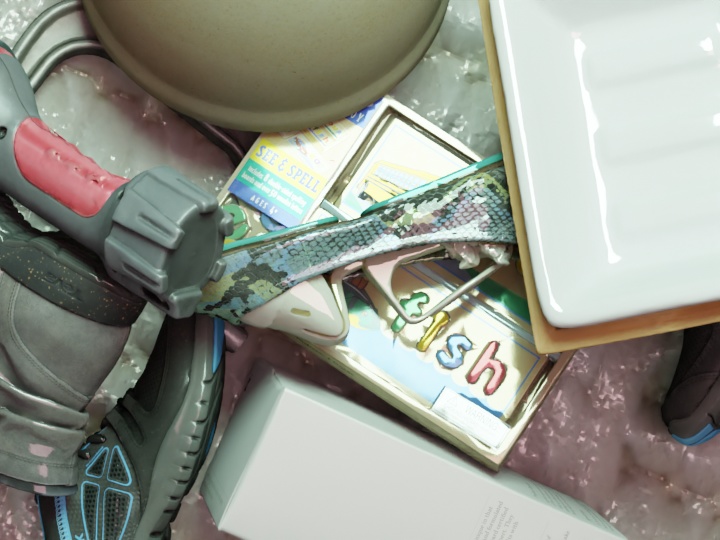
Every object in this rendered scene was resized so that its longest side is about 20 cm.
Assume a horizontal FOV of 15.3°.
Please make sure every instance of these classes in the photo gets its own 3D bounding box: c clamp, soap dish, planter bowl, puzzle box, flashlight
[{"bbox_3d":[-0.121,-0.038,1.402,0.200,0.027,0.171,44,81,-9],"label":"c clamp"},{"bbox_3d":[0.149,-0.068,1.298,0.157,0.081,0.201,-12,77,13],"label":"soap dish"},{"bbox_3d":[-0.045,-0.188,1.337,0.199,0.135,0.201,1,70,-4],"label":"planter bowl"},{"bbox_3d":[0.024,-0.006,1.370,0.200,0.025,0.133,32,78,7],"label":"puzzle box"},{"bbox_3d":[-0.146,-0.056,1.310,0.200,0.068,0.068,30,74,33],"label":"flashlight"}]

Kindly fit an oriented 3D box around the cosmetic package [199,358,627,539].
[{"bbox_3d":[0.025,0.126,1.388,0.199,0.108,0.085,23,93,-9],"label":"cosmetic package"}]

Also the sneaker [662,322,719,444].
[{"bbox_3d":[0.203,-0.003,1.454,0.082,0.073,0.201,23,85,14],"label":"sneaker"}]

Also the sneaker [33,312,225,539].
[{"bbox_3d":[-0.124,0.103,1.370,0.082,0.073,0.201,18,89,5],"label":"sneaker"}]

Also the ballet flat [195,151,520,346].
[{"bbox_3d":[0.000,0.000,1.321,0.199,0.074,0.075,-19,93,-3],"label":"ballet flat"}]

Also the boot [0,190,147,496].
[{"bbox_3d":[-0.209,0.022,1.345,0.200,0.070,0.132,32,106,22],"label":"boot"}]
